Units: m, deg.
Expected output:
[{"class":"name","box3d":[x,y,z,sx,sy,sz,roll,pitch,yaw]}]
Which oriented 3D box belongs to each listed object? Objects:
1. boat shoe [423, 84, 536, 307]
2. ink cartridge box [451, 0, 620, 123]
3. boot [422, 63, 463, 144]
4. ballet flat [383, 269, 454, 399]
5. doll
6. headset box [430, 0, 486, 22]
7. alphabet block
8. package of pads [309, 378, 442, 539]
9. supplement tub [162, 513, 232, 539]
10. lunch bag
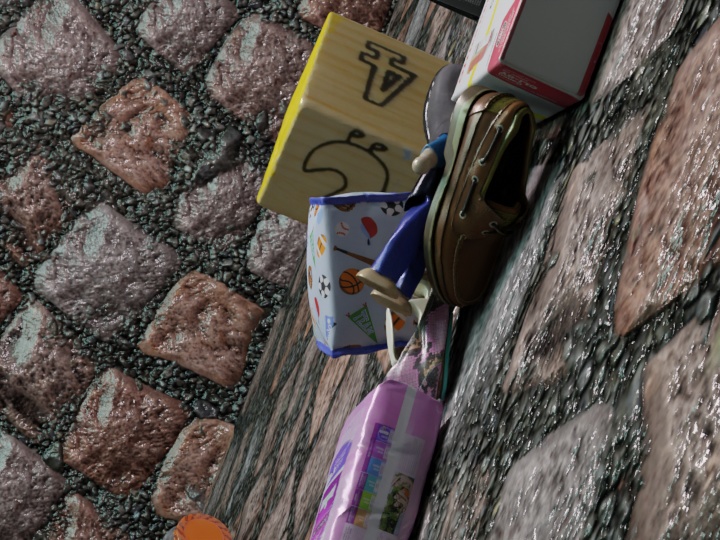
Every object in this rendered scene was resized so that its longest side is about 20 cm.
[{"class":"boat shoe","box3d":[0.105,-0.055,1.371,0.072,0.068,0.202,-17,-59,-41]},{"class":"ink cartridge box","box3d":[0.158,-0.216,1.408,0.200,0.083,0.146,157,134,-81]},{"class":"boot","box3d":[0.113,-0.151,1.700,0.132,0.069,0.202,131,148,-64]},{"class":"ballet flat","box3d":[0.061,0.033,1.464,0.069,0.070,0.201,100,-175,-52]},{"class":"doll","box3d":[0.067,-0.065,1.420,0.201,0.048,0.137,-61,-29,-13]},{"class":"headset box","box3d":[0.143,-0.347,1.656,0.176,0.092,0.200,-68,-17,9]},{"class":"alphabet block","box3d":[0.005,-0.169,1.998,0.197,0.198,0.196,-76,10,-46]},{"class":"package of pads","box3d":[0.005,0.207,1.373,0.121,0.075,0.201,118,171,-60]},{"class":"supplement tub","box3d":[-0.285,0.499,2.597,0.123,0.122,0.201,-78,11,-54]},{"class":"lunch bag","box3d":[0.000,0.000,1.696,0.200,0.123,0.172,-177,85,-79]}]
